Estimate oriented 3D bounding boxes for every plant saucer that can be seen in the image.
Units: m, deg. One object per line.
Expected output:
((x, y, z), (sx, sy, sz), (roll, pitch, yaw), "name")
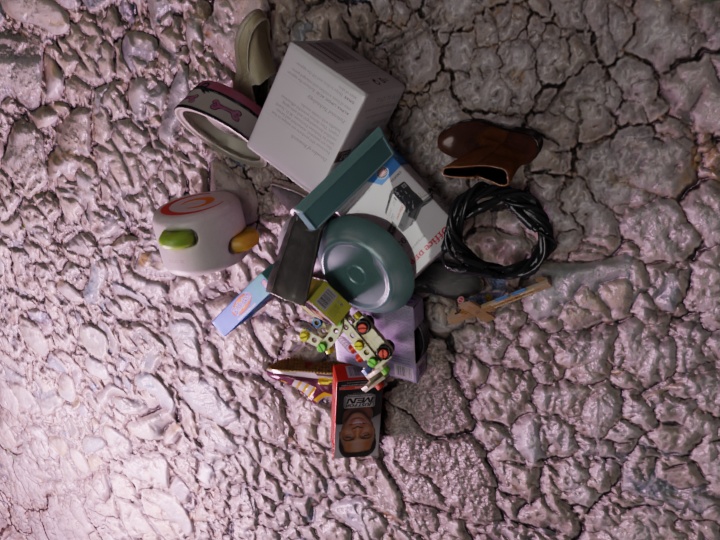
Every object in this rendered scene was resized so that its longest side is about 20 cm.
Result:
((-0.022, -0.150, 1.405), (0.019, 0.200, 0.070), (42, 175, 35), "plant saucer")
((0.000, 0.000, 1.478), (0.198, 0.036, 0.202), (20, 133, 23), "plant saucer")

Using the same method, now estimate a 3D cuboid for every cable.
((0.237, -0.064, 1.424), (0.197, 0.051, 0.165), (8, 103, -7), "cable")

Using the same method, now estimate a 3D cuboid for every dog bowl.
((-0.245, -0.277, 1.575), (0.198, 0.074, 0.200), (27, 168, 6), "dog bowl")

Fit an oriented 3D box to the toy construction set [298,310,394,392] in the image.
((-0.010, 0.152, 1.617), (0.131, 0.092, 0.200), (-40, 105, 17), "toy construction set")

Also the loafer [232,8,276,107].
((-0.189, -0.381, 1.550), (0.068, 0.076, 0.202), (27, 134, 16), "loafer")

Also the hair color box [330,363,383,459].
((-0.009, 0.293, 1.753), (0.100, 0.061, 0.202), (-3, 120, -9), "hair color box")

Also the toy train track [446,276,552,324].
((0.244, 0.046, 1.502), (0.198, 0.114, 0.033), (-23, 61, 25), "toy train track")

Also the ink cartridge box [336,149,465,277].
((0.068, -0.096, 1.493), (0.145, 0.084, 0.200), (-44, 87, 14), "ink cartridge box")

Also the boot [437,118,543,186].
((0.177, -0.177, 1.338), (0.186, 0.200, 0.069), (15, 121, 24), "boot")

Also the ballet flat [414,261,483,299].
((0.135, 0.013, 1.569), (0.197, 0.057, 0.067), (6, 95, 23), "ballet flat")

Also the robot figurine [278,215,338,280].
((-0.063, -0.041, 1.605), (0.198, 0.125, 0.152), (15, 121, 25), "robot figurine")

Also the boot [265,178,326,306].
((-0.126, -0.054, 1.502), (0.181, 0.072, 0.203), (26, 105, 51), "boot")

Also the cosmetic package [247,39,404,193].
((-0.059, -0.265, 1.444), (0.164, 0.165, 0.201), (36, 119, 14), "cosmetic package")

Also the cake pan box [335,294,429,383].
((0.038, 0.117, 1.659), (0.198, 0.052, 0.186), (12, 128, 27), "cake pan box")

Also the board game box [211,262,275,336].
((-0.198, 0.040, 1.714), (0.045, 0.152, 0.200), (50, 128, 0), "board game box")

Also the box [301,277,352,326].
((-0.082, 0.052, 1.564), (0.075, 0.050, 0.200), (43, 171, -14), "box")

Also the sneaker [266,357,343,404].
((-0.117, 0.244, 1.816), (0.198, 0.075, 0.091), (2, 109, 32), "sneaker")

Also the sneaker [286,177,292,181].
((-0.088, -0.168, 1.585), (0.199, 0.082, 0.078), (36, 127, 11), "sneaker")

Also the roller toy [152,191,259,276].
((-0.320, -0.072, 1.717), (0.182, 0.198, 0.142), (32, 137, 59), "roller toy")
